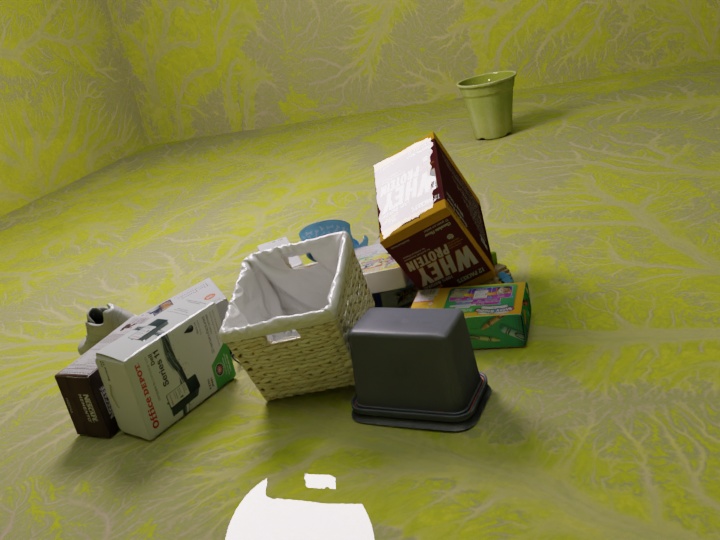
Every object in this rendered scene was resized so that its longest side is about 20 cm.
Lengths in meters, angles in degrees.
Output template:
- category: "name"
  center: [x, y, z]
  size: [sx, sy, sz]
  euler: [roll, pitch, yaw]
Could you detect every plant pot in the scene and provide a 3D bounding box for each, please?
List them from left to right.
- category: "plant pot"
  center: [0.425, -0.538, 2.416]
  size: [0.195, 0.189, 0.201]
  euler: [-11, 20, 4]

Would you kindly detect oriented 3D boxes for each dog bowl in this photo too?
- category: "dog bowl"
  center: [-0.051, -0.047, 1.539]
  size: [0.109, 0.051, 0.199]
  euler: [-17, -20, 20]

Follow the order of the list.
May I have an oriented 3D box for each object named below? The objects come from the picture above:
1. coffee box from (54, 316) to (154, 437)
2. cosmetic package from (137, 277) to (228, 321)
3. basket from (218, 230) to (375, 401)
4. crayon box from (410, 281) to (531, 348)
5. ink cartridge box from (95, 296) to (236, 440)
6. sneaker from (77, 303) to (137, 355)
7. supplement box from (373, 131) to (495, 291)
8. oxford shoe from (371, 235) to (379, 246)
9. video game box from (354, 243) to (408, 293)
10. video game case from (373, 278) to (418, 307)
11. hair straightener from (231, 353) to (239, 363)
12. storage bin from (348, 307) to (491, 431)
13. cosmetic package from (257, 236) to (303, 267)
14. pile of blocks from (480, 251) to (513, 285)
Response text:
- category: "coffee box"
  center: [-0.407, 0.176, 1.253]
  size: [0.078, 0.116, 0.200]
  euler: [-2, 25, 25]
- category: "cosmetic package"
  center: [-0.362, 0.100, 1.464]
  size: [0.197, 0.053, 0.150]
  euler: [-30, 27, -16]
- category: "basket"
  center: [-0.091, 0.072, 1.176]
  size: [0.193, 0.163, 0.203]
  euler: [-12, 37, 17]
- category: "crayon box"
  center: [0.180, 0.077, 1.225]
  size: [0.194, 0.060, 0.119]
  euler: [-5, 23, 20]
- category: "ink cartridge box"
  center: [-0.313, 0.156, 1.201]
  size: [0.081, 0.150, 0.199]
  euler: [6, 29, 37]
- category: "sneaker"
  center: [-0.504, 0.111, 1.426]
  size: [0.197, 0.092, 0.077]
  euler: [-25, 35, 36]
- category: "supplement box"
  center: [0.130, -0.090, 1.316]
  size: [0.131, 0.197, 0.203]
  euler: [-25, 42, 22]
- category: "oxford shoe"
  center: [0.074, -0.079, 1.550]
  size: [0.074, 0.059, 0.199]
  euler: [8, 31, 39]
- category: "video game box"
  center: [0.000, 0.000, 1.394]
  size: [0.194, 0.048, 0.183]
  euler: [-11, 15, 14]
- category: "video game case"
  center: [0.075, 0.007, 1.476]
  size: [0.177, 0.047, 0.199]
  euler: [-20, 22, -20]
- category: "hair straightener"
  center: [-0.149, 0.116, 1.346]
  size: [0.198, 0.042, 0.076]
  euler: [-29, 26, -34]
- category: "storage bin"
  center: [0.080, 0.127, 1.058]
  size: [0.195, 0.138, 0.146]
  euler: [0, 25, 28]
- category: "cosmetic package"
  center: [-0.158, 0.012, 1.525]
  size: [0.069, 0.104, 0.200]
  euler: [-17, 21, -10]
- category: "pile of blocks"
  center: [0.245, 0.001, 1.369]
  size: [0.080, 0.064, 0.201]
  euler: [-14, 22, -3]
